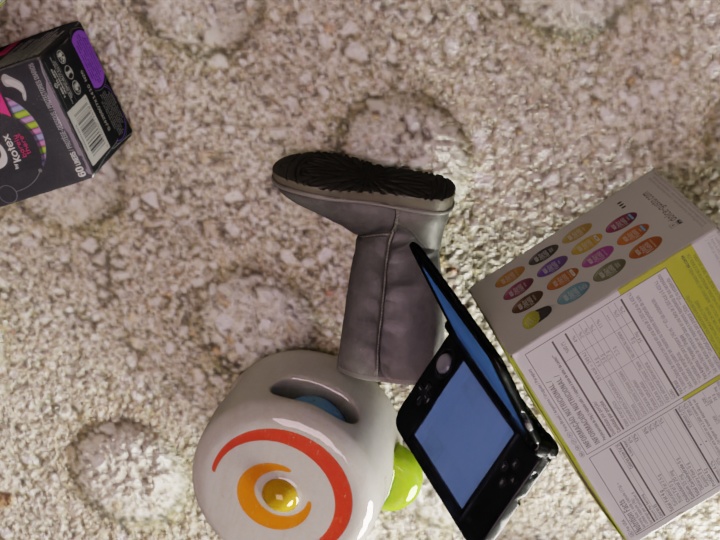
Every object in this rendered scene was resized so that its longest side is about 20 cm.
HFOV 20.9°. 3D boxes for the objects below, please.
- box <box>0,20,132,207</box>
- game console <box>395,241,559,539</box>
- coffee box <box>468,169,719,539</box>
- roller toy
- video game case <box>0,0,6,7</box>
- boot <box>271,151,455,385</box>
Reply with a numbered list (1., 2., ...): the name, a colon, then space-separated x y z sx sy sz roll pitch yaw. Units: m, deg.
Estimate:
1. box: -0.330 -0.129 1.772 0.200 0.106 0.122 -16 110 22
2. game console: 0.074 0.107 1.680 0.116 0.200 0.176 22 111 -32
3. coffee box: 0.235 0.069 1.636 0.198 0.200 0.200 -32 106 3
4. roller toy: -0.062 0.181 1.835 0.200 0.140 0.183 -22 108 24
5. video game case: -0.427 -0.241 1.719 0.200 0.036 0.181 47 106 17
6. boot: -0.002 0.001 1.778 0.181 0.073 0.200 14 125 8
